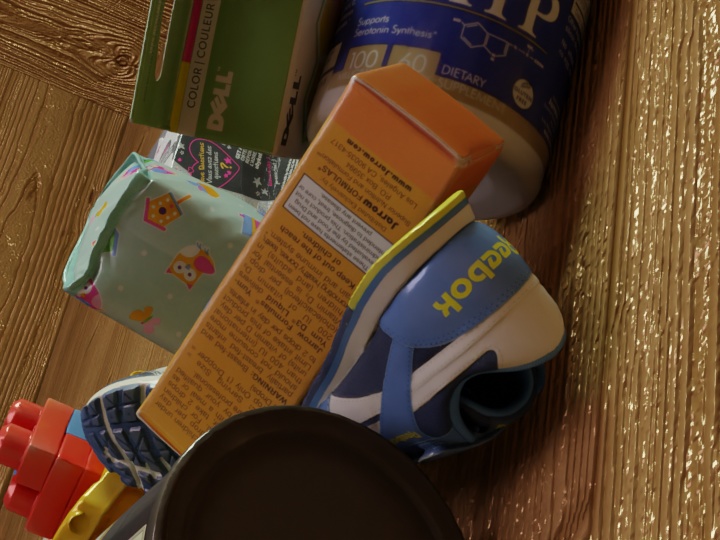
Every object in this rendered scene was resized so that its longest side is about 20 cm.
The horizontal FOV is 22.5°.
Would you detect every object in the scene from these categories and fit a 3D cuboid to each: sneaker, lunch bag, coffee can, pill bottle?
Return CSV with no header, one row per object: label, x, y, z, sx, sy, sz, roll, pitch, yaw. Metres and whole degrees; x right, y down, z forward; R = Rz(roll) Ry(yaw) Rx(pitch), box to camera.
sneaker,-0.046,0.068,0.938,0.085,0.199,0.077,-63,-38,-61
sneaker,0.028,0.052,0.784,0.074,0.082,0.200,-45,-13,-31
lunch bag,-0.118,0.001,1.291,0.122,0.170,0.200,-60,12,1
coffee can,-0.063,0.165,0.786,0.200,0.146,0.147,-43,27,48
pill bottle,0.056,-0.138,0.909,0.120,0.119,0.200,142,147,-66

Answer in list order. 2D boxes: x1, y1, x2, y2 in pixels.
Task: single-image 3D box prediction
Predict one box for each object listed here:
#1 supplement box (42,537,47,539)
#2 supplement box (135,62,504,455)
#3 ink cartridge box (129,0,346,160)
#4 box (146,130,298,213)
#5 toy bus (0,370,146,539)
supplement box,-0.234,0.227,1.625,0.126,0.073,0.200,-112,45,-73
supplement box,-0.021,0.005,0.823,0.200,0.069,0.067,-57,-11,22
ink cartridge box,-0.046,-0.111,0.900,0.200,0.059,0.104,-3,-74,-77
box,-0.138,-0.066,1.616,0.200,0.115,0.132,130,158,-56
toy bus,-0.117,0.146,0.997,0.136,0.192,0.200,-61,13,24
